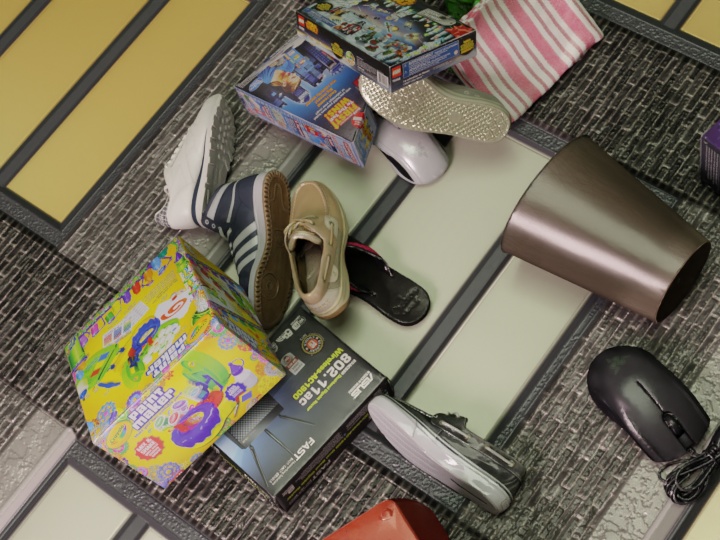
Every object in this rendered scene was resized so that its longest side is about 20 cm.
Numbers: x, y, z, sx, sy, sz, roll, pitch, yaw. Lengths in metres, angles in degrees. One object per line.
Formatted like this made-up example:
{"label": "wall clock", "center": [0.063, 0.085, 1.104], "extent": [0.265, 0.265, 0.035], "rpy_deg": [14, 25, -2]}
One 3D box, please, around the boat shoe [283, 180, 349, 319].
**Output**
{"label": "boat shoe", "center": [-0.059, -0.037, 1.750], "extent": [0.072, 0.065, 0.201], "rpy_deg": [-23, 53, 22]}

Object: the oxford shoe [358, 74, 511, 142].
{"label": "oxford shoe", "center": [0.093, -0.211, 1.792], "extent": [0.199, 0.075, 0.058], "rpy_deg": [16, 26, -6]}

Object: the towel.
{"label": "towel", "center": [0.210, -0.299, 1.843], "extent": [0.200, 0.030, 0.146], "rpy_deg": [-43, 102, -13]}

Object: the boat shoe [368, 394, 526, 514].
{"label": "boat shoe", "center": [0.101, 0.199, 1.641], "extent": [0.200, 0.072, 0.071], "rpy_deg": [36, 66, 16]}

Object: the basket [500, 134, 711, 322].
{"label": "basket", "center": [0.297, -0.038, 1.679], "extent": [0.200, 0.136, 0.180], "rpy_deg": [36, 70, 23]}

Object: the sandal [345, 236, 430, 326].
{"label": "sandal", "center": [0.000, 0.000, 1.774], "extent": [0.200, 0.045, 0.075], "rpy_deg": [29, 72, 25]}

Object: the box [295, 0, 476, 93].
{"label": "box", "center": [0.030, -0.297, 1.781], "extent": [0.137, 0.040, 0.200], "rpy_deg": [-27, 43, -27]}

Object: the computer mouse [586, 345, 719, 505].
{"label": "computer mouse", "center": [0.339, 0.152, 1.611], "extent": [0.138, 0.053, 0.200], "rpy_deg": [-42, 62, -9]}

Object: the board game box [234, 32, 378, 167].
{"label": "board game box", "center": [-0.026, -0.235, 1.856], "extent": [0.200, 0.062, 0.200], "rpy_deg": [-41, 58, -8]}

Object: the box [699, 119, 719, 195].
{"label": "box", "center": [0.523, -0.123, 1.683], "extent": [0.148, 0.104, 0.200], "rpy_deg": [-43, 61, -11]}

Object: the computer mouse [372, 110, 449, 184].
{"label": "computer mouse", "center": [0.041, -0.192, 1.867], "extent": [0.110, 0.044, 0.200], "rpy_deg": [-39, 61, -10]}

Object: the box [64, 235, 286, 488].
{"label": "box", "center": [-0.221, 0.105, 1.664], "extent": [0.200, 0.122, 0.193], "rpy_deg": [-43, 37, 8]}

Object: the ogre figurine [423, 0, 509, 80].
{"label": "ogre figurine", "center": [0.125, -0.332, 1.893], "extent": [0.199, 0.098, 0.120], "rpy_deg": [26, 80, 31]}

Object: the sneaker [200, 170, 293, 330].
{"label": "sneaker", "center": [-0.146, -0.023, 1.810], "extent": [0.108, 0.070, 0.201], "rpy_deg": [-4, 79, 35]}

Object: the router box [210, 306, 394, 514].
{"label": "router box", "center": [-0.081, 0.164, 1.696], "extent": [0.150, 0.062, 0.200], "rpy_deg": [37, 76, 26]}

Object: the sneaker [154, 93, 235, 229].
{"label": "sneaker", "center": [-0.219, -0.148, 1.892], "extent": [0.080, 0.076, 0.201], "rpy_deg": [-2, 61, 23]}

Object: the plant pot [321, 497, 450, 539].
{"label": "plant pot", "center": [0.025, 0.355, 1.506], "extent": [0.199, 0.176, 0.200], "rpy_deg": [-32, 61, -4]}
